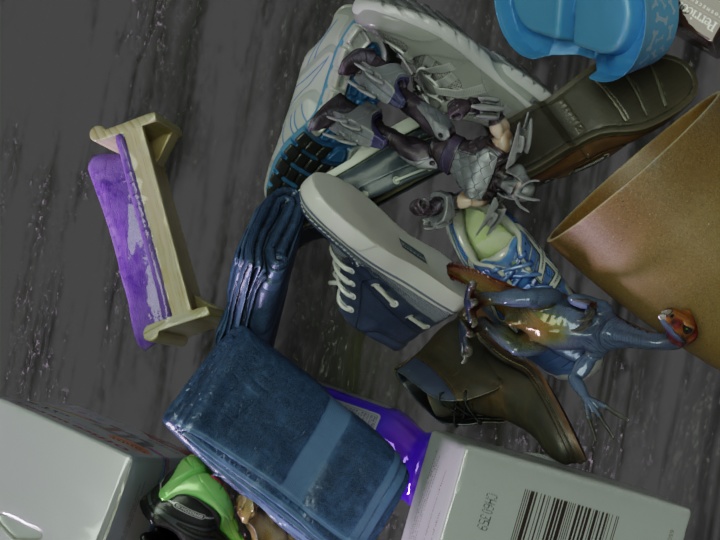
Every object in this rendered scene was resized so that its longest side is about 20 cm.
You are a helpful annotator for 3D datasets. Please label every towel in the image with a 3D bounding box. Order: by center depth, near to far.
[{"bbox_3d":[-0.055,0.144,1.587,0.200,0.048,0.112,41,69,-16],"label":"towel"},{"bbox_3d":[-0.092,0.030,1.659,0.048,0.112,0.201,17,132,2],"label":"towel"}]

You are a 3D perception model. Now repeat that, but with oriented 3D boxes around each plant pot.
[{"bbox_3d":[0.285,-0.010,1.597,0.186,0.186,0.200,-40,92,7],"label":"plant pot"}]

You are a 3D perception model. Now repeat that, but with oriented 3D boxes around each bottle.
[{"bbox_3d":[0.009,0.155,1.691,0.199,0.065,0.084,18,94,15],"label":"bottle"}]

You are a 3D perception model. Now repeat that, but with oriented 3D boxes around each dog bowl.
[{"bbox_3d":[0.191,-0.226,1.643,0.200,0.049,0.112,28,121,52],"label":"dog bowl"}]

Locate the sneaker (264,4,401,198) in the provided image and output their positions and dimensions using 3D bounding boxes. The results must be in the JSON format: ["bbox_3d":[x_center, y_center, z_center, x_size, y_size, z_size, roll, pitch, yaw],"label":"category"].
[{"bbox_3d":[-0.032,-0.146,1.740,0.201,0.075,0.087,-60,35,13],"label":"sneaker"}]

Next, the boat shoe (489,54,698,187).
[{"bbox_3d":[0.193,-0.127,1.675,0.199,0.068,0.072,-21,71,-10],"label":"boat shoe"}]

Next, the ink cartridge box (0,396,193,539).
[{"bbox_3d":[-0.246,0.202,1.680,0.145,0.200,0.145,21,90,15],"label":"ink cartridge box"}]

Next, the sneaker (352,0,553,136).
[{"bbox_3d":[0.071,-0.167,1.668,0.199,0.075,0.082,31,102,-18],"label":"sneaker"}]

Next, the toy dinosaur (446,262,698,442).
[{"bbox_3d":[0.173,0.031,1.567,0.180,0.105,0.201,-3,42,-6],"label":"toy dinosaur"}]

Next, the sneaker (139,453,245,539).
[{"bbox_3d":[-0.145,0.230,1.664,0.083,0.201,0.077,-29,51,-12],"label":"sneaker"}]

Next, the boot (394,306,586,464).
[{"bbox_3d":[0.108,0.115,1.629,0.097,0.075,0.200,-32,41,-5],"label":"boot"}]

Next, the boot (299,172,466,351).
[{"bbox_3d":[0.000,0.000,1.649,0.090,0.200,0.073,-39,36,21],"label":"boot"}]

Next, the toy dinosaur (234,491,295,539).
[{"bbox_3d":[-0.072,0.238,1.686,0.058,0.200,0.101,-22,36,12],"label":"toy dinosaur"}]

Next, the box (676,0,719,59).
[{"bbox_3d":[0.314,-0.294,1.660,0.100,0.075,0.201,32,94,15],"label":"box"}]

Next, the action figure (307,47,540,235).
[{"bbox_3d":[0.062,-0.103,1.609,0.199,0.069,0.131,30,113,16],"label":"action figure"}]

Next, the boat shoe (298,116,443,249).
[{"bbox_3d":[-0.011,-0.057,1.698,0.200,0.075,0.062,-35,81,6],"label":"boat shoe"}]

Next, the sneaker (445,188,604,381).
[{"bbox_3d":[0.133,0.013,1.669,0.076,0.077,0.200,-40,78,5],"label":"sneaker"}]

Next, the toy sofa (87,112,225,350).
[{"bbox_3d":[-0.191,-0.032,1.752,0.097,0.083,0.201,-18,80,10],"label":"toy sofa"}]

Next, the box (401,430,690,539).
[{"bbox_3d":[0.135,0.253,1.584,0.198,0.131,0.201,16,89,-8],"label":"box"}]
